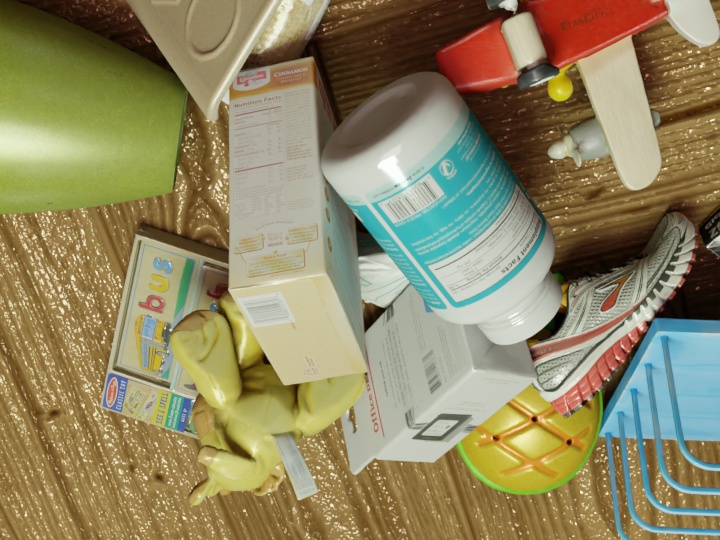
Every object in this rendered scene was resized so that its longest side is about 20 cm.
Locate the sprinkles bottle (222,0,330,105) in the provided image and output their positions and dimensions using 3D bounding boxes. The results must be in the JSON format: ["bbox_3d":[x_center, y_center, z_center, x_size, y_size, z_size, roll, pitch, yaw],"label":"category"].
[{"bbox_3d":[-0.057,-0.224,0.817,0.068,0.068,0.200,28,114,-4],"label":"sprinkles bottle"}]

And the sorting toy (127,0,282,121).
[{"bbox_3d":[-0.103,-0.243,0.781,0.036,0.185,0.200,6,127,-43],"label":"sorting toy"}]

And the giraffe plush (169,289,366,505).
[{"bbox_3d":[-0.095,0.133,0.923,0.172,0.201,0.162,1,151,-21],"label":"giraffe plush"}]

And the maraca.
[{"bbox_3d":[0.149,0.101,0.908,0.137,0.107,0.201,2,94,-3],"label":"maraca"}]

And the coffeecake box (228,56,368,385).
[{"bbox_3d":[-0.048,-0.037,0.795,0.073,0.201,0.154,-9,147,8],"label":"coffeecake box"}]

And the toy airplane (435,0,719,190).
[{"bbox_3d":[0.166,-0.185,0.777,0.199,0.141,0.201,24,79,-13],"label":"toy airplane"}]

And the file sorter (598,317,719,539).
[{"bbox_3d":[0.290,0.142,0.835,0.138,0.123,0.200,3,148,0],"label":"file sorter"}]

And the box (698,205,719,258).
[{"bbox_3d":[0.412,-0.027,0.840,0.200,0.049,0.160,35,116,-7],"label":"box"}]

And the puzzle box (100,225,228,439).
[{"bbox_3d":[-0.171,0.066,0.983,0.133,0.025,0.201,17,115,2],"label":"puzzle box"}]

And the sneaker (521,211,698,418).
[{"bbox_3d":[0.207,0.023,0.846,0.082,0.078,0.200,40,77,11],"label":"sneaker"}]

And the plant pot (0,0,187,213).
[{"bbox_3d":[-0.247,-0.125,0.833,0.199,0.187,0.188,8,115,-9],"label":"plant pot"}]

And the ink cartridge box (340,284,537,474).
[{"bbox_3d":[0.057,0.089,0.885,0.067,0.116,0.200,9,142,-29],"label":"ink cartridge box"}]

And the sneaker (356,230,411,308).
[{"bbox_3d":[0.000,0.000,0.905,0.199,0.071,0.080,-1,134,16],"label":"sneaker"}]

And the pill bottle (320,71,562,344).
[{"bbox_3d":[0.069,-0.037,0.746,0.111,0.111,0.200,-30,116,19],"label":"pill bottle"}]
